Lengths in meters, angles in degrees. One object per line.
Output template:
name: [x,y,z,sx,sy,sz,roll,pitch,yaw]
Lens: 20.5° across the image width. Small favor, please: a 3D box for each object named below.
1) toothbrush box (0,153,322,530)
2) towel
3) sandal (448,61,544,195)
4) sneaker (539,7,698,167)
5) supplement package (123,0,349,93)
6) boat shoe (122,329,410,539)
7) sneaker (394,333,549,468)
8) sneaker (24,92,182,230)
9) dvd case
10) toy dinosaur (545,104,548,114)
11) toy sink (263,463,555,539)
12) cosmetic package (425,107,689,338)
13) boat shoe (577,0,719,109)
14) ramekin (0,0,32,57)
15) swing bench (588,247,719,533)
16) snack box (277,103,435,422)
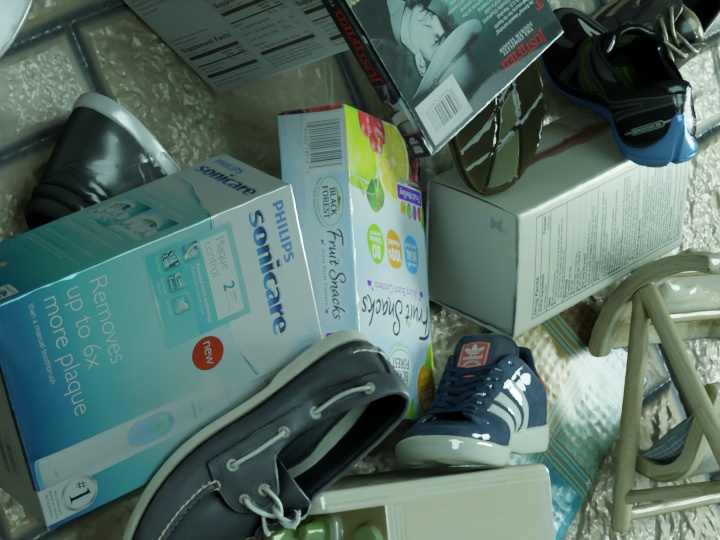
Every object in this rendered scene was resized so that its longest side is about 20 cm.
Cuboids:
toothbrush box: [-0.129,0.038,1.169,0.200,0.085,0.146,-24,118,-27]
towel: [0.131,0.105,1.472,0.147,0.022,0.200,51,53,-23]
sandal: [0.065,-0.150,1.353,0.082,0.055,0.200,-27,99,-26]
sneaker: [0.191,-0.148,1.446,0.071,0.200,0.083,-8,121,-18]
supplement package: [-0.036,-0.222,1.269,0.111,0.200,0.156,44,58,-26]
boat shoe: [-0.054,0.119,1.160,0.200,0.063,0.073,-43,137,-8]
sneaker: [0.073,0.085,1.329,0.200,0.075,0.085,-2,91,-71]
sneaker: [-0.131,-0.009,1.247,0.200,0.071,0.099,45,66,-26]
dvd case: [0.030,-0.186,1.173,0.146,0.022,0.200,-45,110,-34]
toy dinosaur: [0.085,-0.201,1.442,0.136,0.102,0.200,-33,116,-23]
toy sink: [0.012,0.190,1.286,0.200,0.130,0.112,-2,85,-41]
cosmetic package: [0.144,-0.042,1.444,0.200,0.087,0.103,-25,128,-41]
boat shoe: [0.232,-0.192,1.570,0.075,0.073,0.200,50,55,-22]
ramekin: [-0.289,-0.183,1.108,0.202,0.094,0.203,1,88,-34]
swing bench: [0.282,0.085,1.519,0.199,0.130,0.200,-2,81,-47]
snack box: [0.000,0.000,1.322,0.142,0.053,0.200,13,72,-67]
